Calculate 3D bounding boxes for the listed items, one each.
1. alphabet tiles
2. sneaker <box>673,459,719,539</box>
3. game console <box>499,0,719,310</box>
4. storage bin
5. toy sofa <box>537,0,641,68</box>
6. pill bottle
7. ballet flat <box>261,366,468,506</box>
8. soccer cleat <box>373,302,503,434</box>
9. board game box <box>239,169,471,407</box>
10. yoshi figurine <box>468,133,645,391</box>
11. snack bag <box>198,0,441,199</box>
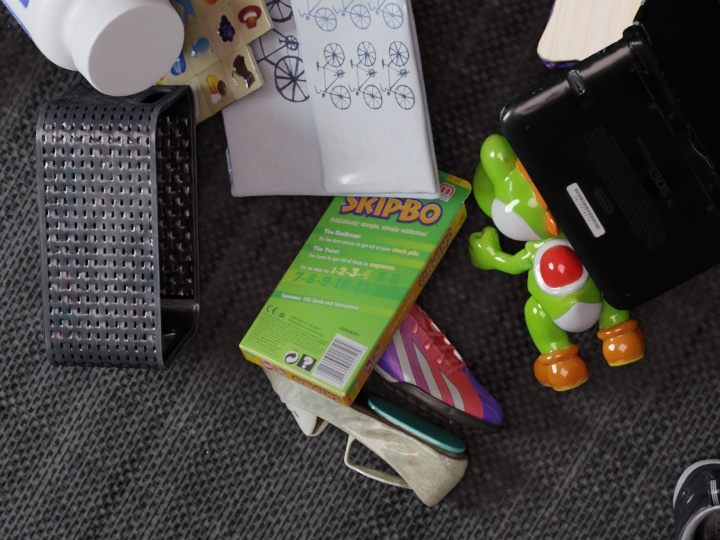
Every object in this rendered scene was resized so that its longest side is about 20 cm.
[{"bbox_3d":[-0.139,-0.218,1.669,0.166,0.006,0.201,-25,86,47],"label":"alphabet tiles"},{"bbox_3d":[0.267,0.245,1.613,0.075,0.114,0.201,-6,90,9],"label":"sneaker"},{"bbox_3d":[0.210,-0.103,1.580,0.175,0.117,0.200,-29,120,11],"label":"game console"},{"bbox_3d":[-0.182,-0.035,1.647,0.093,0.135,0.201,1,105,8],"label":"storage bin"},{"bbox_3d":[0.201,-0.235,1.631,0.097,0.083,0.201,12,93,10],"label":"toy sofa"},{"bbox_3d":[-0.214,-0.221,1.638,0.112,0.112,0.200,-45,54,7],"label":"pill bottle"},{"bbox_3d":[-0.011,0.116,1.679,0.199,0.067,0.063,32,105,7],"label":"ballet flat"},{"bbox_3d":[0.033,0.054,1.671,0.199,0.068,0.073,32,91,9],"label":"soccer cleat"},{"bbox_3d":[0.000,0.000,1.644,0.095,0.030,0.201,24,70,22],"label":"board game box"},{"bbox_3d":[0.142,-0.018,1.652,0.112,0.112,0.201,-11,105,45],"label":"yoshi figurine"},{"bbox_3d":[-0.037,-0.144,1.632,0.199,0.021,0.190,2,111,34],"label":"snack bag"}]
